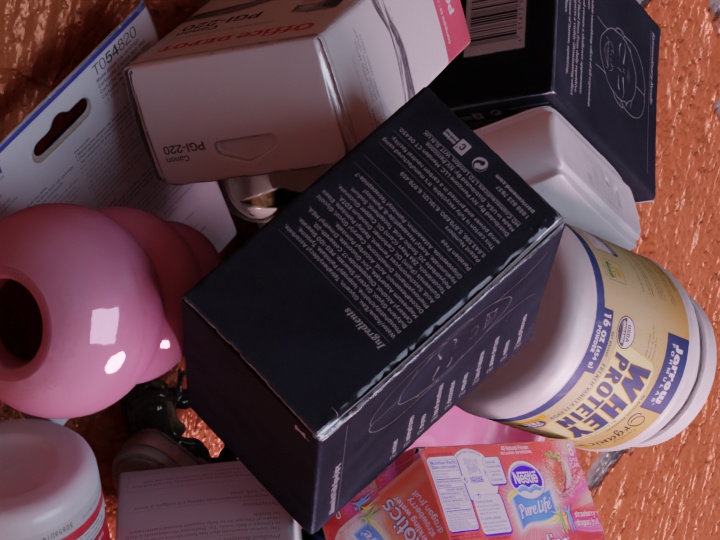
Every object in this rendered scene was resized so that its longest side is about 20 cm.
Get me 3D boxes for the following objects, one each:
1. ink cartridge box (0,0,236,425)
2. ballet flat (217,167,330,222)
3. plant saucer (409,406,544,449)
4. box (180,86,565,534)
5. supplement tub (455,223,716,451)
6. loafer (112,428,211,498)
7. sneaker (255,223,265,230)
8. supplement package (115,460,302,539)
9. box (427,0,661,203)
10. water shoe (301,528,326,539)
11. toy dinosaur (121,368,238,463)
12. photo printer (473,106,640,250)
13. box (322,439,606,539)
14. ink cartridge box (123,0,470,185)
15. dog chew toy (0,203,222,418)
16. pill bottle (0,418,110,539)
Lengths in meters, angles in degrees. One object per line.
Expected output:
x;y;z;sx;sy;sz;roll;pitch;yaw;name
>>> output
-0.175;-0.037;1.558;0.200;0.040;0.201;-49;138;-31;ink cartridge box
-0.048;-0.067;1.610;0.062;0.199;0.068;-21;94;-40;ballet flat
0.061;0.099;1.797;0.200;0.051;0.202;-14;109;-48;plant saucer
0.004;0.029;1.488;0.196;0.124;0.200;-42;166;-17;box
0.148;0.047;1.737;0.199;0.144;0.145;19;89;-49;supplement tub
-0.098;0.174;1.679;0.201;0.071;0.063;57;40;-29;loafer
0.000;0.000;1.677;0.075;0.115;0.201;-2;69;-58;sneaker
-0.090;0.225;1.546;0.201;0.116;0.118;-94;179;-57;supplement package
0.138;-0.149;1.847;0.200;0.106;0.150;38;50;-53;box
-0.022;0.182;1.676;0.071;0.079;0.201;2;63;-58;water shoe
-0.124;0.111;1.692;0.088;0.047;0.201;-20;124;-29;toy dinosaur
0.082;-0.036;1.797;0.166;0.199;0.070;37;39;-57;photo printer
0.071;0.175;1.646;0.199;0.094;0.103;2;66;-56;box
-0.037;-0.135;1.567;0.200;0.145;0.085;-50;128;-54;ink cartridge box
-0.151;0.017;1.483;0.200;0.124;0.126;-16;117;-60;dog chew toy
-0.206;0.204;1.559;0.112;0.112;0.201;-36;132;-40;pill bottle
